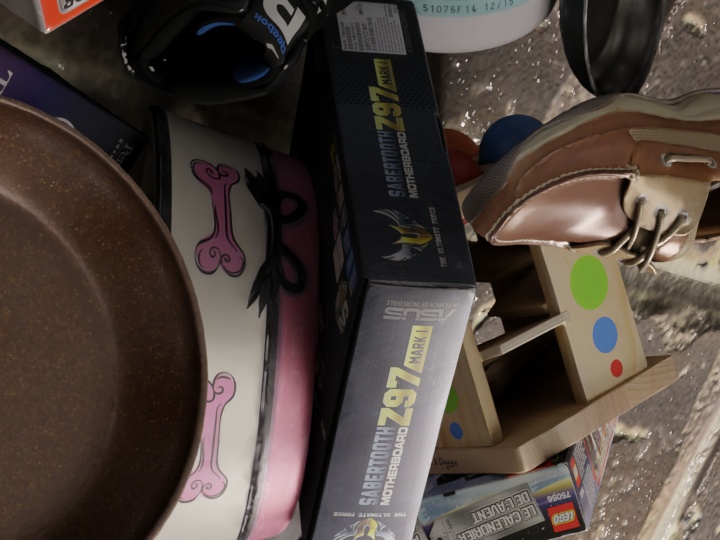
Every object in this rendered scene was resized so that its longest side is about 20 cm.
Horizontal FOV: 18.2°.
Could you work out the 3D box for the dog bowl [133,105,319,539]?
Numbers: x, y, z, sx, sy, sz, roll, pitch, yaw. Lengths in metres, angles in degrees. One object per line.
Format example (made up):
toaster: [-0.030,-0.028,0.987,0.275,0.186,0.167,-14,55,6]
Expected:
dog bowl: [-0.065,0.031,0.992,0.073,0.201,0.202,4,120,-9]

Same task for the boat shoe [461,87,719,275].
boat shoe: [0.133,-0.038,1.071,0.199,0.072,0.076,-14,154,-40]

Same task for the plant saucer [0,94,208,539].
plant saucer: [-0.152,0.033,0.830,0.199,0.037,0.202,9,73,-32]

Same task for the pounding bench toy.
pounding bench toy: [0.035,0.010,1.176,0.124,0.199,0.157,-25,102,-39]

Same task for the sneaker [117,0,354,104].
sneaker: [-0.012,-0.129,0.935,0.199,0.112,0.073,-29,117,21]

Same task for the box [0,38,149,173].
box: [-0.198,-0.009,0.913,0.201,0.079,0.141,-58,147,1]

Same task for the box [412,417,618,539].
box: [0.061,0.105,1.191,0.200,0.136,0.040,-49,121,-73]

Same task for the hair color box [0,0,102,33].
hair color box: [-0.139,-0.198,0.816,0.061,0.101,0.201,-34,140,-28]

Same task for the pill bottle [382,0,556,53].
pill bottle: [0.041,-0.208,1.013,0.110,0.110,0.201,-30,137,-33]

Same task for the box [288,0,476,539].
box: [0.000,0.000,0.985,0.050,0.201,0.159,3,131,-10]

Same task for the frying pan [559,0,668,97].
frying pan: [0.112,-0.156,1.041,0.116,0.031,0.190,-66,151,-27]

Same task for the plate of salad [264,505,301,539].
plate of salad: [-0.097,0.139,1.164,0.199,0.048,0.201,-30,154,-16]

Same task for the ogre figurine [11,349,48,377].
ogre figurine: [-0.168,0.099,0.894,0.200,0.097,0.121,-44,129,-43]
